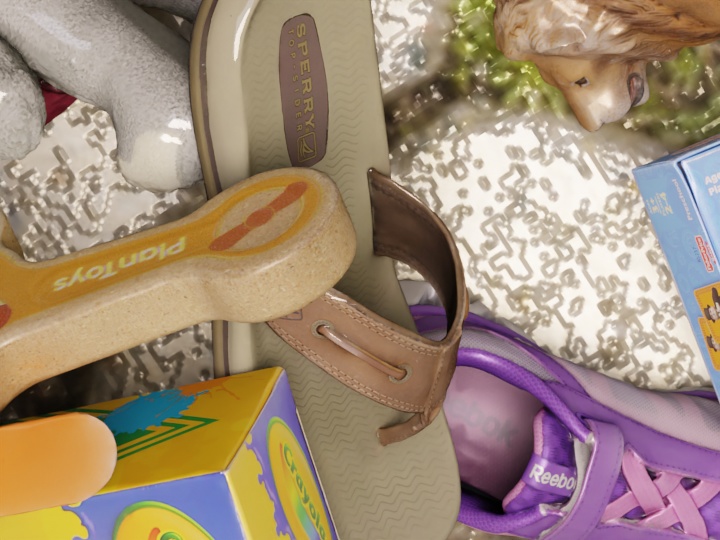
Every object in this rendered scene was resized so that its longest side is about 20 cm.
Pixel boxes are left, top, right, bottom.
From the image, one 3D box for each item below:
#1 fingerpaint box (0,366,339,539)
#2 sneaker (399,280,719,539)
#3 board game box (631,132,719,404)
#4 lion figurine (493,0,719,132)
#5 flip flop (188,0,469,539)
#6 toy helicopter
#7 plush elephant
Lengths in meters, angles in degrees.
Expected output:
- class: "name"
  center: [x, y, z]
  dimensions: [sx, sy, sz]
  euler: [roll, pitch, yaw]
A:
- class: "fingerpaint box"
  center: [-0.076, 0.145, 0.794]
  dimensions: [0.166, 0.073, 0.200]
  euler: [-11, 109, 17]
- class: "sneaker"
  center: [0.078, 0.067, 0.890]
  dimensions: [0.200, 0.088, 0.081]
  euler: [20, 94, -1]
- class: "board game box"
  center: [0.191, 0.033, 0.882]
  dimensions: [0.151, 0.037, 0.200]
  euler: [-22, 95, -21]
- class: "lion figurine"
  center: [0.128, -0.106, 0.838]
  dimensions: [0.122, 0.200, 0.073]
  euler: [-2, 73, -22]
- class: "flip flop"
  center: [0.000, 0.000, 0.788]
  dimensions: [0.057, 0.081, 0.200]
  euler: [12, 119, 39]
- class: "toy helicopter"
  center: [-0.096, 0.021, 0.727]
  dimensions: [0.200, 0.132, 0.079]
  euler: [-18, 121, 12]
- class: "plush elephant"
  center: [-0.140, -0.055, 0.855]
  dimensions: [0.200, 0.165, 0.155]
  euler: [28, 114, -11]
